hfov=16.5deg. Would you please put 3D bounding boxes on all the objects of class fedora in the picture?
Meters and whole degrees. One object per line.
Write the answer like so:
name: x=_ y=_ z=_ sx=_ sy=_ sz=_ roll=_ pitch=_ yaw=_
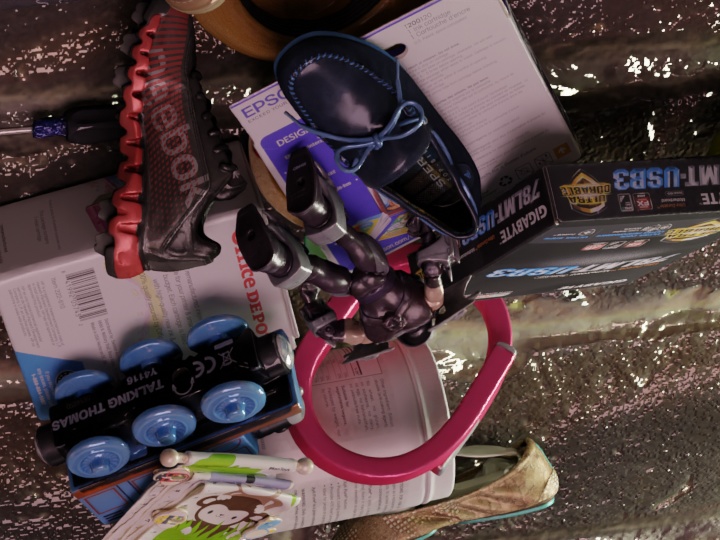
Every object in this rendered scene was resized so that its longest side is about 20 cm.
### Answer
fedora: x=-0.035 y=-0.232 z=1.631 sx=0.200 sy=0.082 sz=0.201 roll=-9 pitch=131 yaw=-10

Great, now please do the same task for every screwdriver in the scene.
screwdriver: x=-0.243 y=-0.094 z=1.711 sx=0.200 sy=0.029 sz=0.028 roll=-9 pitch=130 yaw=-17

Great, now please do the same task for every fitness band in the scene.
fitness band: x=0.029 y=0.070 z=1.836 sx=0.144 sy=0.200 sz=0.037 roll=32 pitch=156 yaw=7

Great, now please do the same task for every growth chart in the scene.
growth chart: x=-0.116 y=0.182 z=1.804 sx=0.145 sy=0.018 sz=0.200 roll=3 pitch=144 yaw=-30

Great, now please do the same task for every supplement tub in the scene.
supplement tub: x=-0.039 y=0.130 z=1.895 sx=0.200 sy=0.132 sz=0.132 roll=-9 pitch=130 yaw=-10

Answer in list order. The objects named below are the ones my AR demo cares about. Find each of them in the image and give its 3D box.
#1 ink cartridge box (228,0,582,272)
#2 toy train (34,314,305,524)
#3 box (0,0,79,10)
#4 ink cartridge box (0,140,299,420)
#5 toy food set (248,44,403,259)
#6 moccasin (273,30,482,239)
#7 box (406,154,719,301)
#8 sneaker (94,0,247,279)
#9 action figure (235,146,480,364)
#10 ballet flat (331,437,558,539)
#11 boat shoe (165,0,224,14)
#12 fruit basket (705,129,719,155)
ink cartridge box: x=0.031 y=-0.107 z=1.709 sx=0.198 sy=0.043 sz=0.200 roll=-26 pitch=137 yaw=6
toy train: x=-0.130 y=0.104 z=1.766 sx=0.200 sy=0.087 sz=0.114 roll=-22 pitch=144 yaw=10
box: x=-0.249 y=-0.242 z=1.535 sx=0.200 sy=0.115 sz=0.132 roll=-9 pitch=129 yaw=-11
ink cartridge box: x=-0.158 y=0.008 z=1.788 sx=0.200 sy=0.085 sz=0.145 roll=-15 pitch=132 yaw=-3
toy food set: x=0.019 y=-0.096 z=1.782 sx=0.200 sy=0.049 sz=0.198 roll=-24 pitch=131 yaw=3
moccasin: x=0.024 y=-0.089 z=1.644 sx=0.080 sy=0.068 sz=0.200 roll=-40 pitch=132 yaw=20
box: x=0.166 y=-0.029 z=1.791 sx=0.200 sy=0.050 sz=0.198 roll=-5 pitch=164 yaw=-31
sneaker: x=-0.122 y=-0.091 z=1.679 sx=0.098 sy=0.071 sz=0.201 roll=6 pitch=92 yaw=2
action figure: x=0.000 y=0.000 z=1.727 sx=0.130 sy=0.069 sz=0.200 roll=-35 pitch=137 yaw=15
ballet flat: x=0.061 y=0.182 z=2.025 sx=0.200 sy=0.071 sz=0.065 roll=-17 pitch=104 yaw=-7
boat shoe: x=-0.120 y=-0.258 z=1.529 sx=0.071 sy=0.065 sz=0.200 roll=-6 pitch=91 yaw=25
fruit basket: x=0.338 y=-0.096 z=1.848 sx=0.215 sy=0.156 sz=0.216 roll=19 pitch=157 yaw=9
